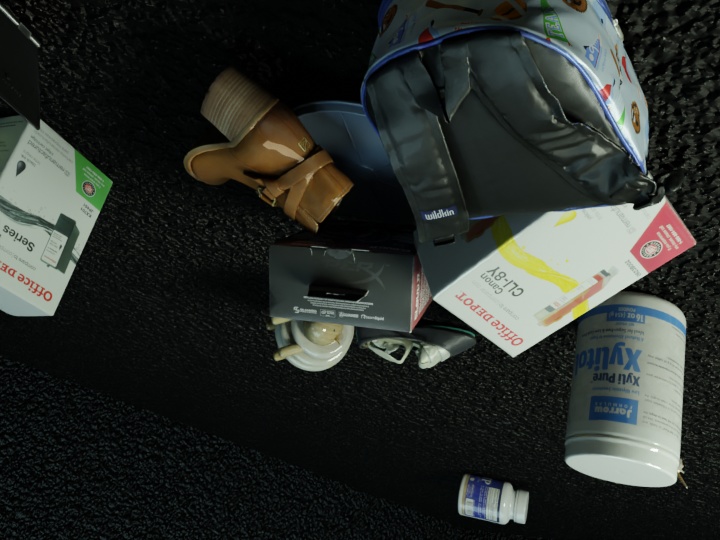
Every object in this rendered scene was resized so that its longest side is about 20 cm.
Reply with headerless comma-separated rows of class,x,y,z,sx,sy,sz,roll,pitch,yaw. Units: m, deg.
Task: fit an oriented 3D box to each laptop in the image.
laptop,-0.390,-0.223,0.592,0.195,0.119,0.188,2,152,27

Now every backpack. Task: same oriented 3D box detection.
backpack,0.097,-0.125,0.462,0.196,0.158,0.189,-10,154,33

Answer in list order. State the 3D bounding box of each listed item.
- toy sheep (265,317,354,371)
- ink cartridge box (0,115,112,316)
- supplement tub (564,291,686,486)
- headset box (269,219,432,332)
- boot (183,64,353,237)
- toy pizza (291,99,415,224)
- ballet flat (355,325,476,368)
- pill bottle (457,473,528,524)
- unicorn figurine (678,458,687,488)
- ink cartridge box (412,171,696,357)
toy sheep,-0.075,0.091,1.048,0.135,0.141,0.200,20,170,-11
ink cartridge box,-0.416,-0.064,0.836,0.081,0.205,0.147,1,153,28
supplement tub,0.322,0.142,0.821,0.128,0.205,0.133,12,156,6
headset box,0.000,0.000,0.701,0.144,0.077,0.200,5,-167,14
boot,-0.089,-0.096,0.669,0.155,0.077,0.200,41,150,-4
toy pizza,0.009,-0.111,0.686,0.195,0.032,0.201,16,157,7
ballet flat,0.084,0.119,1.079,0.194,0.075,0.073,10,155,12
pill bottle,0.396,0.684,2.014,0.195,0.122,0.120,6,154,20
unicorn figurine,0.582,0.400,1.379,0.134,0.076,0.199,-6,163,21
ink cartridge box,0.167,-0.028,0.602,0.198,0.085,0.144,-37,132,24
